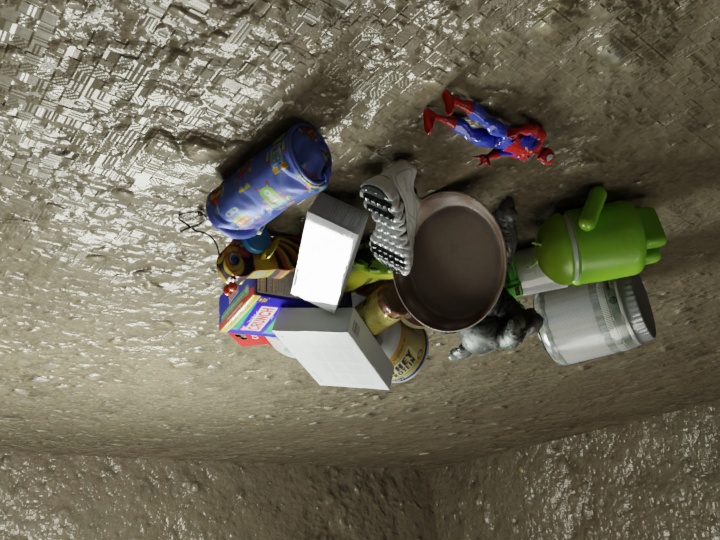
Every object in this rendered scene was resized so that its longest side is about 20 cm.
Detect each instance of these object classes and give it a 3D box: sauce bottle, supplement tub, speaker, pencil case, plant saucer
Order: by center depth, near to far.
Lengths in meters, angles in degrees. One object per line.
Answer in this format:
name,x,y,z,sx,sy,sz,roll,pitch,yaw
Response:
pencil case,-0.117,-0.106,0.833,0.087,0.079,0.198,44,134,-21
plant saucer,0.132,-0.013,0.950,0.198,0.204,0.032,-26,165,39
sauce bottle,0.018,0.081,1.123,0.065,0.067,0.200,8,153,-27
speaker,0.262,0.009,1.148,0.196,0.083,0.081,-13,154,16
supplement tub,0.038,0.137,1.304,0.142,0.147,0.199,-18,153,26

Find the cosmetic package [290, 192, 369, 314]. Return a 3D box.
cosmetic package,-0.050,-0.022,0.985,0.081,0.051,0.202,26,141,5

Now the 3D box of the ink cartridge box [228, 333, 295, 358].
ink cartridge box,-0.187,0.150,1.408,0.195,0.051,0.162,-9,155,4

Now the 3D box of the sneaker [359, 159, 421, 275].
sneaker,0.055,-0.069,0.912,0.074,0.081,0.202,29,152,25

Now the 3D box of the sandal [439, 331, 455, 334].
sandal,0.169,0.090,1.184,0.074,0.044,0.200,5,-175,12

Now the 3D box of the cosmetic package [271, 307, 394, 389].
cosmetic package,-0.043,0.139,1.135,0.148,0.052,0.201,-3,143,25

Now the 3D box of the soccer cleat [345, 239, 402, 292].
soccer cleat,0.000,-0.001,1.078,0.196,0.066,0.084,-5,145,27

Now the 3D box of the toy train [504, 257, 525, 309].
toy train,0.243,0.023,1.093,0.055,0.042,0.203,-16,112,7

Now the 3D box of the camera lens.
camera lens,0.444,0.085,1.248,0.197,0.163,0.159,-21,151,31

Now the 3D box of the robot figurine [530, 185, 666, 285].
robot figurine,0.364,-0.042,1.012,0.195,0.118,0.176,-10,148,7

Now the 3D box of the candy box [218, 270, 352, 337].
candy box,-0.139,0.059,1.184,0.197,0.079,0.169,11,149,-30

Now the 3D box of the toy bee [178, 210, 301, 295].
toy bee,-0.179,-0.010,0.994,0.195,0.111,0.131,1,157,-13

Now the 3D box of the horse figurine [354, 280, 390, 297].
horse figurine,0.087,0.021,1.116,0.196,0.050,0.134,17,126,-5

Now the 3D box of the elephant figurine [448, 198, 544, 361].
elephant figurine,0.190,0.018,1.017,0.154,0.203,0.141,-33,-170,-27

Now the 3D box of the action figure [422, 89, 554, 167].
action figure,0.171,-0.165,0.805,0.197,0.053,0.065,9,149,-32

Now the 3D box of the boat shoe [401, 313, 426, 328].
boat shoe,0.100,0.054,1.230,0.071,0.073,0.199,-24,141,34
